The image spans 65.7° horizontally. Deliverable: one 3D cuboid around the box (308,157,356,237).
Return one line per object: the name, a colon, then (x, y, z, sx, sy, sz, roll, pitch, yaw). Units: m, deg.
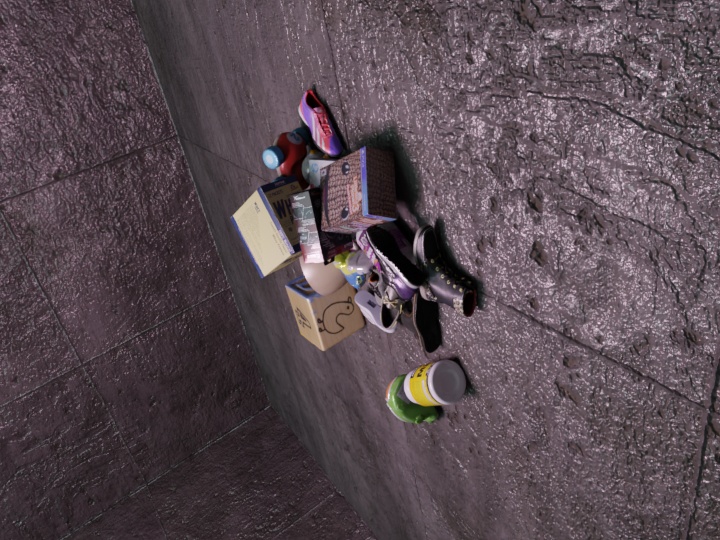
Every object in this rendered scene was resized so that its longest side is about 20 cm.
box: (-0.072, -0.206, 1.565, 0.151, 0.041, 0.208, 10, 109, 32)

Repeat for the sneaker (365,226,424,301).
sneaker: (0.065, -0.013, 1.355, 0.202, 0.074, 0.089, 54, 137, 22)

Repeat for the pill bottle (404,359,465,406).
pill bottle: (0.201, 0.318, 1.557, 0.117, 0.112, 0.200, 61, 155, 4)

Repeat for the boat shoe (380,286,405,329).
boat shoe: (0.095, 0.089, 1.588, 0.070, 0.061, 0.206, 25, 140, 16)

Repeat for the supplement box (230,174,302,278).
supplement box: (-0.236, -0.124, 1.591, 0.198, 0.133, 0.205, -31, 88, 47)

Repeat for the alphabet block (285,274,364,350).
alphabet block: (-0.123, 0.120, 1.939, 0.195, 0.191, 0.206, 25, 137, 57)

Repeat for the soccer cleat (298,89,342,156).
soccer cleat: (-0.109, -0.406, 1.545, 0.204, 0.067, 0.074, 59, 152, 17)

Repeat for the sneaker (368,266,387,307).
sneaker: (0.054, 0.035, 1.626, 0.074, 0.078, 0.204, 43, 151, 32)

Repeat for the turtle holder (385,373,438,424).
turtle holder: (0.161, 0.393, 1.717, 0.131, 0.179, 0.147, 157, 118, -65)

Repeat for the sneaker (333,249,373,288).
sneaker: (0.000, 0.000, 1.581, 0.106, 0.076, 0.199, 53, 165, -22)

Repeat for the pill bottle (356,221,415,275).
pill bottle: (0.056, -0.078, 1.470, 0.202, 0.110, 0.114, 52, 154, 24)

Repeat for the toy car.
toy car: (-0.153, -0.320, 1.652, 0.194, 0.185, 0.182, 5, 124, 28)

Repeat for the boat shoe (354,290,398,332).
boat shoe: (0.058, 0.135, 1.745, 0.200, 0.073, 0.066, 45, 167, 42)

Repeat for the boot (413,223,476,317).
boot: (0.201, 0.002, 1.307, 0.152, 0.072, 0.210, 29, 138, 46)

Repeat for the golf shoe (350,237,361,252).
golf shoe: (-0.015, -0.090, 1.650, 0.091, 0.071, 0.206, -2, 112, 63)

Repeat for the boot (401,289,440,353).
boot: (0.146, 0.113, 1.525, 0.138, 0.075, 0.206, 40, 146, 51)

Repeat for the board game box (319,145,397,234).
board game box: (-0.009, -0.192, 1.384, 0.197, 0.094, 0.166, -13, 77, 51)

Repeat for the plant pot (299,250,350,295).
plant pot: (-0.080, -0.041, 1.732, 0.131, 0.200, 0.206, -20, 98, 30)

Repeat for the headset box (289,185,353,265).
headset box: (-0.099, -0.119, 1.494, 0.075, 0.147, 0.208, -3, 104, 35)
